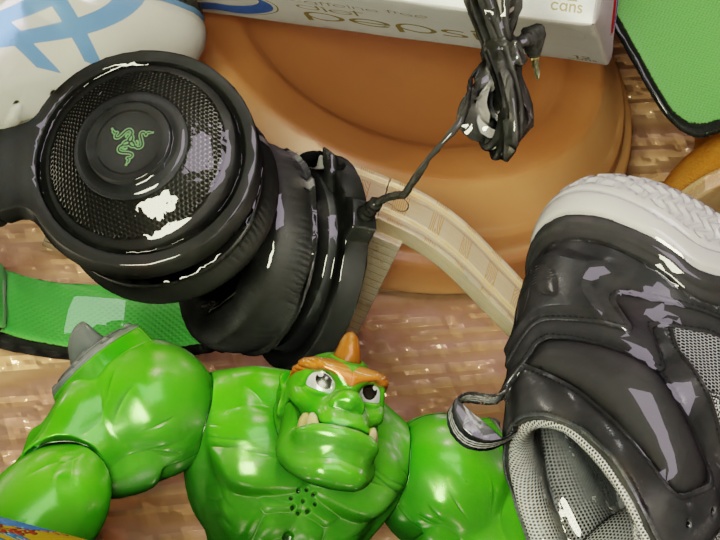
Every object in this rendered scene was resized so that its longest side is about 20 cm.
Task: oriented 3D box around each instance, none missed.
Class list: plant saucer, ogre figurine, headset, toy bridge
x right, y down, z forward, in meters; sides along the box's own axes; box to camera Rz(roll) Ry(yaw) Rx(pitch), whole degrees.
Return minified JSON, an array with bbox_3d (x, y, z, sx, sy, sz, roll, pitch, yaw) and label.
[{"bbox_3d":[0.009,-0.079,0.912,0.199,0.038,0.201,12,47,-13],"label":"plant saucer"},{"bbox_3d":[-0.026,0.083,0.716,0.199,0.098,0.121,6,64,3],"label":"ogre figurine"},{"bbox_3d":[-0.040,-0.028,0.735,0.123,0.199,0.095,31,51,-52],"label":"headset"},{"bbox_3d":[0.000,0.000,0.816,0.199,0.067,0.027,22,45,-3],"label":"toy bridge"}]

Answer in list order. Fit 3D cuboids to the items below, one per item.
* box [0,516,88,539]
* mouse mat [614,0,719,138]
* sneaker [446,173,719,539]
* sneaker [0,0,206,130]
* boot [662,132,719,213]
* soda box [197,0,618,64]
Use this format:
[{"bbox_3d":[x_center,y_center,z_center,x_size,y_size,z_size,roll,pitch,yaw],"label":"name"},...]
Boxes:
[{"bbox_3d":[-0.029,0.156,0.562,0.192,0.123,0.200,17,10,-9],"label":"box"},{"bbox_3d":[0.136,-0.135,0.908,0.199,0.008,0.162,-20,77,-41],"label":"mouse mat"},{"bbox_3d":[0.117,0.067,0.722,0.200,0.076,0.114,34,55,1],"label":"sneaker"},{"bbox_3d":[-0.139,-0.045,0.789,0.199,0.072,0.073,-16,80,-21],"label":"sneaker"},{"bbox_3d":[0.129,-0.077,0.942,0.201,0.071,0.144,-19,61,-45],"label":"boot"},{"bbox_3d":[-0.015,-0.115,0.820,0.199,0.068,0.064,8,86,10],"label":"soda box"}]
